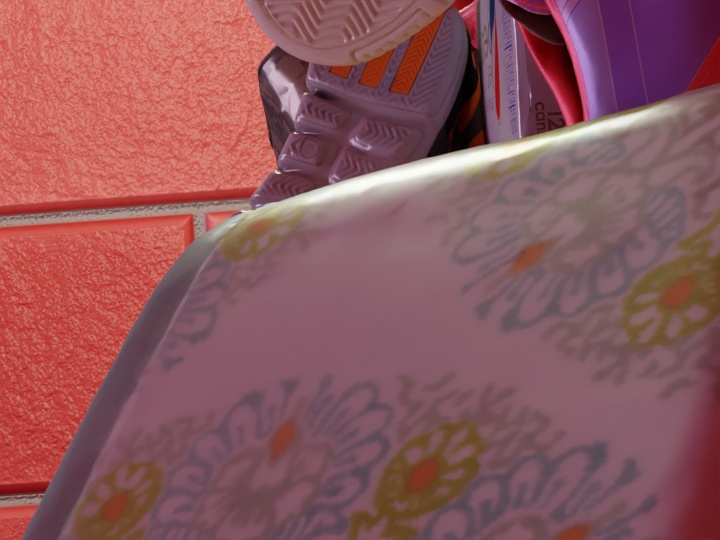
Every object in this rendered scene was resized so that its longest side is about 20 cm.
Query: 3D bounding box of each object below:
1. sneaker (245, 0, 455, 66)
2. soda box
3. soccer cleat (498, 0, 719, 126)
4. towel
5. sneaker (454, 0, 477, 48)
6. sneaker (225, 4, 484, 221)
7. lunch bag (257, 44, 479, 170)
[{"bbox_3d":[0.035,-0.160,0.627,0.200,0.076,0.111,-60,-2,34],"label":"sneaker"},{"bbox_3d":[0.076,-0.070,0.648,0.200,0.068,0.064,-62,-31,-88],"label":"soda box"},{"bbox_3d":[0.066,-0.097,0.490,0.067,0.076,0.201,80,-174,-76],"label":"soccer cleat"},{"bbox_3d":[0.008,0.048,0.389,0.048,0.170,0.201,54,-138,-32],"label":"towel"},{"bbox_3d":[0.064,-0.161,0.764,0.074,0.086,0.201,-94,-1,-48],"label":"sneaker"},{"bbox_3d":[0.000,0.000,0.739,0.201,0.077,0.112,-61,-26,-10],"label":"sneaker"},{"bbox_3d":[0.052,-0.033,0.945,0.168,0.139,0.200,57,170,20],"label":"lunch bag"}]
